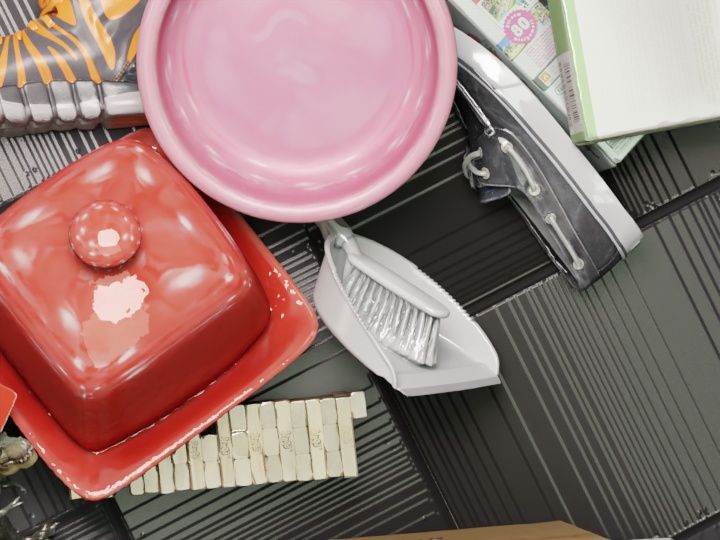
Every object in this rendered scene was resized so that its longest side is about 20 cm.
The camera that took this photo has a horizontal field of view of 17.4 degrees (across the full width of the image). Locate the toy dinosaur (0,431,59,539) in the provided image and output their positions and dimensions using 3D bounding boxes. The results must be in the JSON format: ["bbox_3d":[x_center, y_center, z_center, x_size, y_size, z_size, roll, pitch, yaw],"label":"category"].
[{"bbox_3d":[-0.252,0.180,1.524,0.088,0.048,0.200,31,112,-25],"label":"toy dinosaur"}]

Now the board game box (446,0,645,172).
[{"bbox_3d":[0.142,-0.188,1.564,0.200,0.064,0.148,44,85,-3],"label":"board game box"}]

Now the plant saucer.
[{"bbox_3d":[-0.039,-0.132,1.467,0.199,0.051,0.202,0,108,0],"label":"plant saucer"}]

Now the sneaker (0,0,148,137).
[{"bbox_3d":[-0.218,-0.149,1.537,0.198,0.078,0.113,-4,84,-15],"label":"sneaker"}]

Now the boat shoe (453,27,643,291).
[{"bbox_3d":[0.100,-0.073,1.557,0.068,0.072,0.200,-41,98,-6],"label":"boat shoe"}]

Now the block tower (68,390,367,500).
[{"bbox_3d":[-0.094,0.115,1.541,0.198,0.054,0.058,-6,89,-4],"label":"block tower"}]

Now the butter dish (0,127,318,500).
[{"bbox_3d":[-0.154,0.003,1.469,0.199,0.148,0.200,-36,71,-14],"label":"butter dish"}]

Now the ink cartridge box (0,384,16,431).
[{"bbox_3d":[-0.324,0.137,1.484,0.162,0.057,0.201,25,95,29],"label":"ink cartridge box"}]

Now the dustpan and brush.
[{"bbox_3d":[0.000,0.000,1.535,0.200,0.139,0.058,36,109,26],"label":"dustpan and brush"}]

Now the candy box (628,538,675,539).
[{"bbox_3d":[0.194,0.278,1.515,0.060,0.136,0.202,-3,87,-5],"label":"candy box"}]

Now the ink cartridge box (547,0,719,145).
[{"bbox_3d":[0.223,-0.169,1.516,0.198,0.048,0.147,-10,90,-7],"label":"ink cartridge box"}]

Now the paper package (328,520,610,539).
[{"bbox_3d":[0.051,0.221,1.479,0.198,0.191,0.104,-3,89,-5],"label":"paper package"}]
